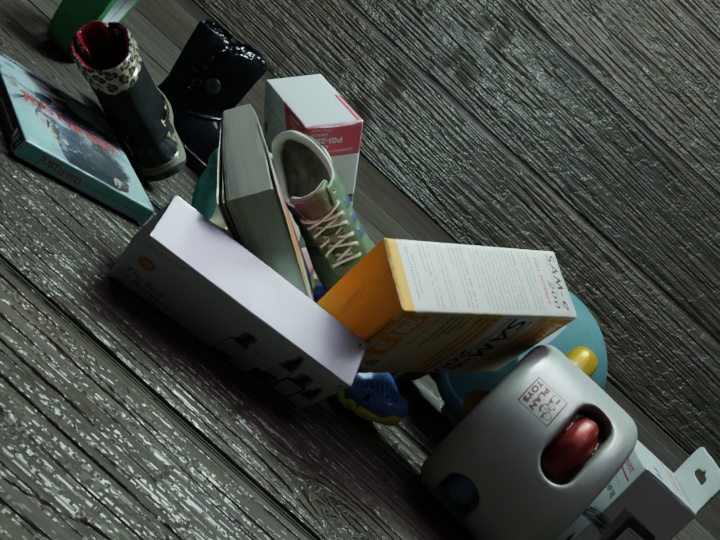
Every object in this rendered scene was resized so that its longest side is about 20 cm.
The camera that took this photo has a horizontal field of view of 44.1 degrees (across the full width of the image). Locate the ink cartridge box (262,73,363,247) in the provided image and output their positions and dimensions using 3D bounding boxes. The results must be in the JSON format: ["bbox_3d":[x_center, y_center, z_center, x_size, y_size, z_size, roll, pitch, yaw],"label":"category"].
[{"bbox_3d":[-0.071,-0.135,1.173,0.084,0.201,0.146,-11,39,-22],"label":"ink cartridge box"}]

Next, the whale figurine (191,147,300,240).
[{"bbox_3d":[-0.136,-0.044,0.893,0.200,0.103,0.160,-55,137,-59],"label":"whale figurine"}]

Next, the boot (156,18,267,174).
[{"bbox_3d":[-0.175,-0.210,1.173,0.200,0.168,0.076,40,11,-17],"label":"boot"}]

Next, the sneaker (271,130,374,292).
[{"bbox_3d":[-0.038,-0.049,0.863,0.201,0.067,0.090,67,9,17],"label":"sneaker"}]

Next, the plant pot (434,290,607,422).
[{"bbox_3d":[0.162,0.106,1.005,0.200,0.200,0.135,47,21,23],"label":"plant pot"}]

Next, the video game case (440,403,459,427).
[{"bbox_3d":[0.204,0.253,1.119,0.182,0.023,0.200,28,18,-52],"label":"video game case"}]

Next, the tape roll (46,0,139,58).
[{"bbox_3d":[-0.322,-0.361,1.147,0.048,0.200,0.201,40,11,-15],"label":"tape roll"}]

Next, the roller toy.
[{"bbox_3d":[0.154,0.165,0.836,0.140,0.200,0.182,44,17,12],"label":"roller toy"}]

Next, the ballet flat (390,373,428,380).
[{"bbox_3d":[0.046,0.092,1.042,0.073,0.068,0.200,60,13,12],"label":"ballet flat"}]

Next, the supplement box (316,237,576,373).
[{"bbox_3d":[0.078,0.038,0.809,0.199,0.126,0.074,3,60,-33],"label":"supplement box"}]

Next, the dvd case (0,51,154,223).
[{"bbox_3d":[-0.288,-0.134,0.867,0.146,0.022,0.200,32,14,-44],"label":"dvd case"}]

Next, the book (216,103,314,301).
[{"bbox_3d":[-0.075,-0.029,0.788,0.134,0.048,0.200,-103,177,-48],"label":"book"}]

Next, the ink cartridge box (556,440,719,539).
[{"bbox_3d":[0.260,0.241,0.891,0.067,0.200,0.116,42,11,2],"label":"ink cartridge box"}]

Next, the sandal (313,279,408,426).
[{"bbox_3d":[-0.011,0.070,0.897,0.200,0.087,0.079,51,12,32],"label":"sandal"}]

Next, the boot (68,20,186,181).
[{"bbox_3d":[-0.262,-0.206,0.974,0.151,0.073,0.200,71,-8,-49],"label":"boot"}]

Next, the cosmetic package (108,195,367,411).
[{"bbox_3d":[-0.097,0.033,0.721,0.200,0.082,0.051,39,47,-18],"label":"cosmetic package"}]

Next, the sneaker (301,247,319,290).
[{"bbox_3d":[0.000,0.000,0.986,0.199,0.076,0.105,17,-25,14],"label":"sneaker"}]
